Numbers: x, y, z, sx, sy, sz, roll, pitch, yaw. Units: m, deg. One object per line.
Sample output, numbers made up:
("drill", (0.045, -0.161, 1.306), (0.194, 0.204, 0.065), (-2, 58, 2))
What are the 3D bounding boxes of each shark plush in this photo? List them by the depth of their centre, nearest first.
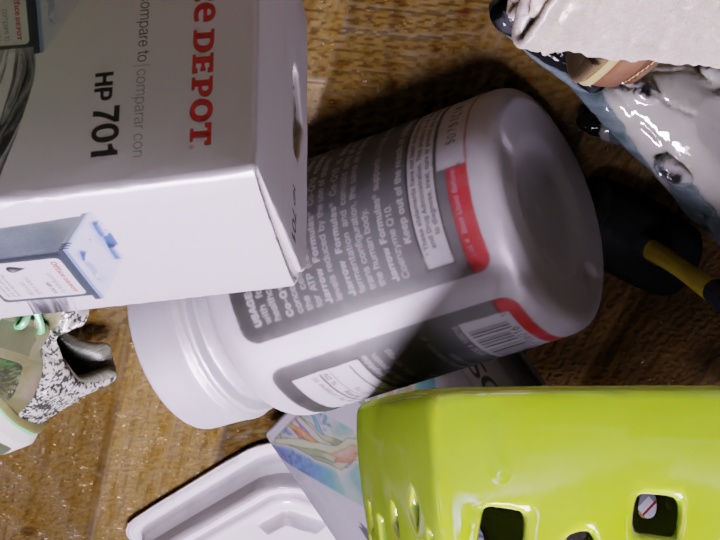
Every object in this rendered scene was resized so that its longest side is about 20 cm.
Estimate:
("shark plush", (0.128, -0.055, 1.025), (0.199, 0.091, 0.083), (17, 175, -35))

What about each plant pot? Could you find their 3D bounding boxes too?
("plant pot", (0.107, 0.144, 1.014), (0.198, 0.183, 0.200), (0, 176, -9))

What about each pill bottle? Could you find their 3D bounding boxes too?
("pill bottle", (0.000, 0.000, 1.058), (0.199, 0.114, 0.114), (-18, 145, 26))

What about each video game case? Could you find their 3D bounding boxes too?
("video game case", (0.047, 0.114, 1.208), (0.022, 0.183, 0.200), (-27, 168, -39))

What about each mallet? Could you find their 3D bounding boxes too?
("mallet", (0.148, 0.004, 1.030), (0.066, 0.200, 0.041), (27, 97, -19))

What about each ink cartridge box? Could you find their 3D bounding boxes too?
("ink cartridge box", (-0.127, -0.063, 0.920), (0.199, 0.147, 0.086), (-7, 146, 9))

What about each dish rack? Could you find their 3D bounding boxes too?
("dish rack", (-0.025, 0.174, 1.407), (0.199, 0.044, 0.171), (22, 141, -34))

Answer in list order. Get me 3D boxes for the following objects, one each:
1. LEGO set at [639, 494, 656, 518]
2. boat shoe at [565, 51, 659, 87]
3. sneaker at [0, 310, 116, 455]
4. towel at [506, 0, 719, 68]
("LEGO set", (0.191, 0.109, 1.232), (0.199, 0.116, 0.154), (-14, 146, -46))
("boat shoe", (0.142, -0.132, 0.888), (0.067, 0.072, 0.200), (13, 143, -19))
("sneaker", (-0.181, 0.018, 1.139), (0.088, 0.077, 0.200), (-22, 150, 8))
("towel", (0.158, -0.123, 0.827), (0.199, 0.035, 0.133), (5, 140, -24))
